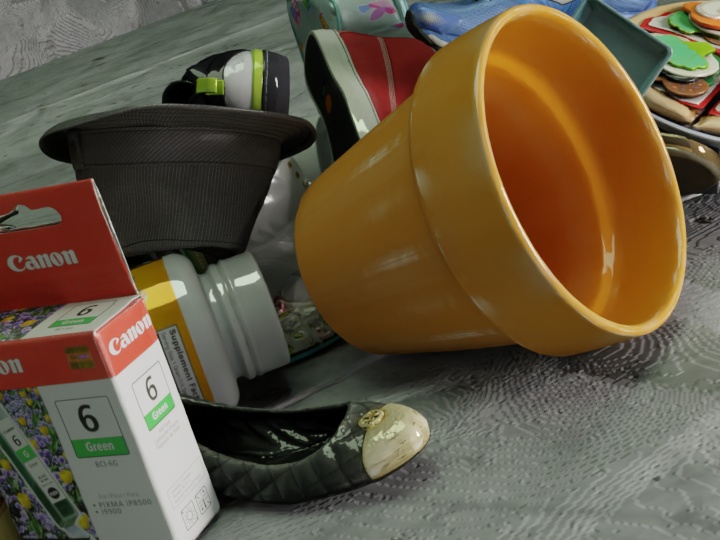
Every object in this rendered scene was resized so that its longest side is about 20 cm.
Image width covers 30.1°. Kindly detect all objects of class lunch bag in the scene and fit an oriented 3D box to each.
[{"bbox_3d":[0.004,-0.168,1.193,0.077,0.200,0.160,-19,17,-13],"label":"lunch bag"}]

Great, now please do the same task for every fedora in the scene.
[{"bbox_3d":[-0.124,-0.052,0.897,0.177,0.090,0.200,2,-2,-38],"label":"fedora"}]

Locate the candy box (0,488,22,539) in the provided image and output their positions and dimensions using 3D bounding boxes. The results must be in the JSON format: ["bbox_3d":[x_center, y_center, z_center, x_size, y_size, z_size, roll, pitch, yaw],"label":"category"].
[{"bbox_3d":[-0.267,0.074,0.766,0.056,0.200,0.117,-28,21,-37],"label":"candy box"}]

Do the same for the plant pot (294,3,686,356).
[{"bbox_3d":[0.066,-0.032,0.814,0.183,0.200,0.200,-23,12,39],"label":"plant pot"}]

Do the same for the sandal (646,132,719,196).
[{"bbox_3d":[0.166,-0.044,0.920,0.080,0.054,0.200,20,-24,-35],"label":"sandal"}]

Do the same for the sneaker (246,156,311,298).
[{"bbox_3d":[-0.031,-0.054,1.042,0.200,0.116,0.074,-31,21,-37],"label":"sneaker"}]

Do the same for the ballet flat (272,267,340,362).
[{"bbox_3d":[0.000,0.000,0.943,0.200,0.064,0.076,-26,23,-21],"label":"ballet flat"}]

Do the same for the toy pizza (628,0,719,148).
[{"bbox_3d":[0.262,-0.142,0.907,0.200,0.032,0.200,2,38,-1],"label":"toy pizza"}]

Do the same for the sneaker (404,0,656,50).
[{"bbox_3d":[0.127,-0.208,1.003,0.200,0.089,0.079,-11,22,-15],"label":"sneaker"}]

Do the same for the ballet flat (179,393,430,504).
[{"bbox_3d":[-0.055,0.093,0.744,0.200,0.057,0.066,-7,23,29],"label":"ballet flat"}]

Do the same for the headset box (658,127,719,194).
[{"bbox_3d":[0.184,-0.126,1.034,0.174,0.093,0.200,0,23,11],"label":"headset box"}]

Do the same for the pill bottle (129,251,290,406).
[{"bbox_3d":[-0.150,0.058,0.847,0.200,0.109,0.109,-20,19,-8],"label":"pill bottle"}]

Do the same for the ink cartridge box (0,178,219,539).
[{"bbox_3d":[-0.160,0.058,0.716,0.109,0.200,0.050,-7,21,28],"label":"ink cartridge box"}]

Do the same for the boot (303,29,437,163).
[{"bbox_3d":[0.046,-0.118,1.036,0.144,0.072,0.200,-3,48,-17],"label":"boot"}]

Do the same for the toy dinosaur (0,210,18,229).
[{"bbox_3d":[-0.256,-0.001,1.063,0.086,0.136,0.200,-1,25,40],"label":"toy dinosaur"}]

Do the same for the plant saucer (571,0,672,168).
[{"bbox_3d":[0.123,-0.080,0.886,0.070,0.200,0.019,38,19,17],"label":"plant saucer"}]

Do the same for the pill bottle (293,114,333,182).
[{"bbox_3d":[-0.115,-0.070,1.167,0.200,0.110,0.110,-12,20,16],"label":"pill bottle"}]

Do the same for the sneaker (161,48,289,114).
[{"bbox_3d":[-0.104,-0.131,0.974,0.083,0.072,0.200,0,-1,-12],"label":"sneaker"}]

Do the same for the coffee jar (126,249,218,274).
[{"bbox_3d":[-0.179,0.015,0.997,0.085,0.104,0.200,-25,14,25],"label":"coffee jar"}]
